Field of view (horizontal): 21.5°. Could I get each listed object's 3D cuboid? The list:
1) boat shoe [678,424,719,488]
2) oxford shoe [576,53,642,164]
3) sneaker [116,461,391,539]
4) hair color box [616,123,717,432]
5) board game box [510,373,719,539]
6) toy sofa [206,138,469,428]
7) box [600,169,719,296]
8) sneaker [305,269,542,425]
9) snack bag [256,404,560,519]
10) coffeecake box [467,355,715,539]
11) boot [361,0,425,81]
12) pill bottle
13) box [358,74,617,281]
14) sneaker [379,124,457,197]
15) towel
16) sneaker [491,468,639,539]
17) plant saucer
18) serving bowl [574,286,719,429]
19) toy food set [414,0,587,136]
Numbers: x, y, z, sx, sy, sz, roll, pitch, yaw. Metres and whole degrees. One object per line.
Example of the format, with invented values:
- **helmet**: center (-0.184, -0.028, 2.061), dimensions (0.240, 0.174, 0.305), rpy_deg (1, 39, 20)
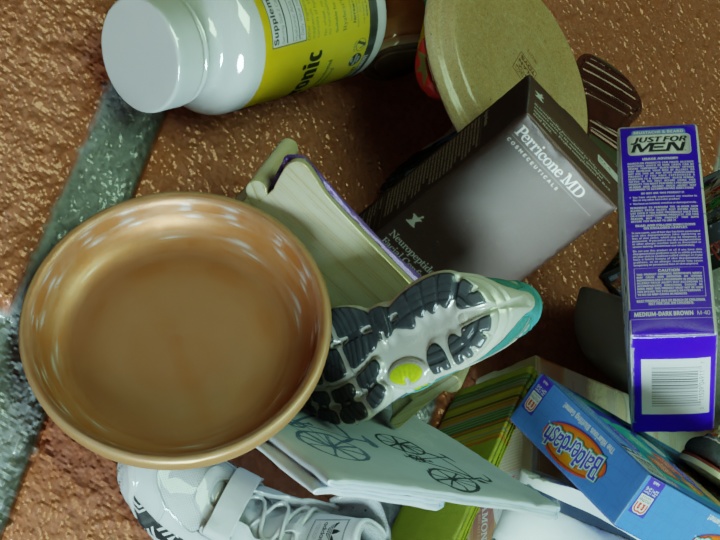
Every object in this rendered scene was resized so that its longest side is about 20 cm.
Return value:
- **boat shoe**: center (0.289, 0.136, 1.386), dimensions (0.071, 0.063, 0.200), rpy_deg (39, 9, 28)
- **oxford shoe**: center (0.190, -0.117, 1.603), dimensions (0.070, 0.075, 0.200), rpy_deg (30, 33, -8)
- **sneaker**: center (-0.056, 0.159, 1.221), dimensions (0.200, 0.115, 0.075), rpy_deg (40, 53, -20)
- **hair color box**: center (0.218, 0.003, 1.363), dimensions (0.110, 0.064, 0.201), rpy_deg (81, 11, -48)
- **board game box**: center (0.217, 0.160, 1.333), dimensions (0.200, 0.045, 0.152), rpy_deg (30, 9, -32)
- **toy sofa**: center (0.000, 0.000, 1.306), dimensions (0.200, 0.098, 0.083), rpy_deg (44, 28, -7)
- **box**: center (0.307, -0.049, 1.573), dimensions (0.038, 0.200, 0.137), rpy_deg (53, 46, -9)
- **sneaker**: center (0.033, 0.050, 1.229), dimensions (0.079, 0.199, 0.078), rpy_deg (-8, 82, -48)
- **snack bag**: center (0.007, 0.120, 1.266), dimensions (0.199, 0.188, 0.022), rpy_deg (12, 99, -36)
- **coffeecake box**: center (0.180, 0.173, 1.449), dimensions (0.199, 0.073, 0.154), rpy_deg (23, 59, -31)
- **boot**: center (0.030, -0.239, 1.516), dimensions (0.200, 0.074, 0.155), rpy_deg (-27, 90, -56)
- **pill bottle**: center (-0.084, -0.173, 1.358), dimensions (0.200, 0.111, 0.112), rpy_deg (-21, 85, -43)
- **box**: center (0.079, -0.035, 1.366), dimensions (0.100, 0.200, 0.075), rpy_deg (43, 23, -16)
- **sneaker**: center (0.093, -0.075, 1.495), dimensions (0.200, 0.075, 0.087), rpy_deg (-39, 103, -44)
- **towel**: center (0.066, 0.152, 1.352), dimensions (0.018, 0.086, 0.200), rpy_deg (45, 48, -19)
- **sneaker**: center (0.173, 0.212, 1.343), dimensions (0.199, 0.076, 0.081), rpy_deg (29, 81, -25)
- **plant saucer**: center (-0.117, 0.041, 1.219), dimensions (0.199, 0.038, 0.201), rpy_deg (0, 59, -1)
- **serving bowl**: center (0.254, 0.079, 1.499), dimensions (0.199, 0.200, 0.066), rpy_deg (23, 90, -31)
- **toy food set**: center (0.109, -0.145, 1.454), dimensions (0.200, 0.049, 0.199), rpy_deg (41, 44, -31)
